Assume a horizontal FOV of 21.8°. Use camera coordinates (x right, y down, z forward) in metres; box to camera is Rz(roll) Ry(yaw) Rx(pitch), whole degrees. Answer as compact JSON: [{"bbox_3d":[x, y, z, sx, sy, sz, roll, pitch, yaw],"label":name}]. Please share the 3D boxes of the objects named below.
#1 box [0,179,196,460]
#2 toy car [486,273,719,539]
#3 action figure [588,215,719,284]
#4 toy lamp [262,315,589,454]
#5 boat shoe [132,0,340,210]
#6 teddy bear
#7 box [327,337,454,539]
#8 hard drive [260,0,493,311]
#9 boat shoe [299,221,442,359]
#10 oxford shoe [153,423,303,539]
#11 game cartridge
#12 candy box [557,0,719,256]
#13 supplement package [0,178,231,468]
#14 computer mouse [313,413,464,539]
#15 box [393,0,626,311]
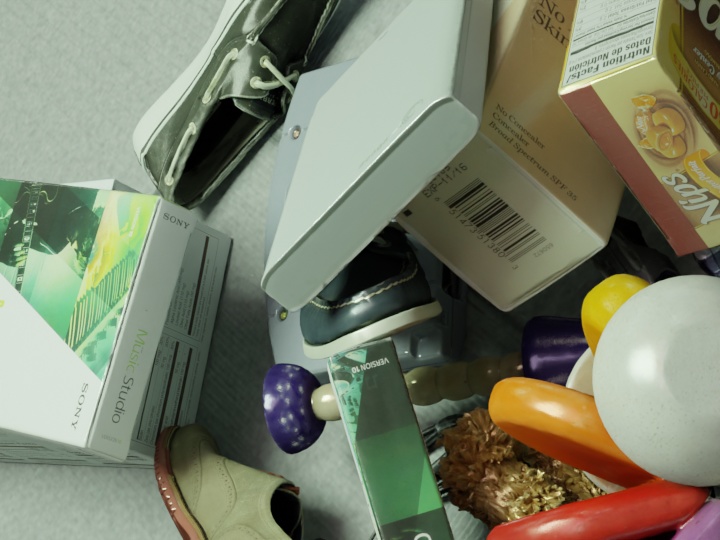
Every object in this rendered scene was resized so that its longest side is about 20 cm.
[{"bbox_3d":[-0.193,0.022,1.081,0.199,0.036,0.145,7,77,39],"label":"box"},{"bbox_3d":[0.134,0.107,0.775,0.150,0.175,0.200,-38,80,-8],"label":"toy car"},{"bbox_3d":[0.181,0.044,0.906,0.130,0.069,0.200,-36,56,12],"label":"action figure"},{"bbox_3d":[0.048,0.061,1.000,0.199,0.058,0.058,-11,65,25],"label":"toy lamp"},{"bbox_3d":[-0.066,-0.122,1.177,0.200,0.071,0.064,-51,47,21],"label":"boat shoe"},{"bbox_3d":[0.113,0.142,0.874,0.067,0.145,0.200,-45,44,30],"label":"teddy bear"},{"bbox_3d":[0.027,0.137,0.902,0.036,0.144,0.201,-18,83,-2],"label":"box"},{"bbox_3d":[0.013,-0.075,0.919,0.132,0.026,0.200,-45,15,25],"label":"hard drive"},{"bbox_3d":[0.000,0.000,0.954,0.075,0.200,0.062,-15,97,3],"label":"boat shoe"},{"bbox_3d":[-0.067,0.140,1.059,0.075,0.071,0.200,-28,31,-2],"label":"oxford shoe"},{"bbox_3d":[0.003,-0.032,1.103,0.133,0.041,0.201,-10,66,32],"label":"game cartridge"},{"bbox_3d":[0.159,-0.120,0.912,0.055,0.115,0.200,-20,37,32],"label":"candy box"},{"bbox_3d":[-0.203,0.037,1.192,0.199,0.111,0.156,-2,71,38],"label":"supplement package"},{"bbox_3d":[-0.005,0.154,1.033,0.200,0.034,0.059,-50,48,11],"label":"computer mouse"},{"bbox_3d":[0.089,-0.087,0.950,0.078,0.095,0.200,-36,22,42],"label":"box"}]
